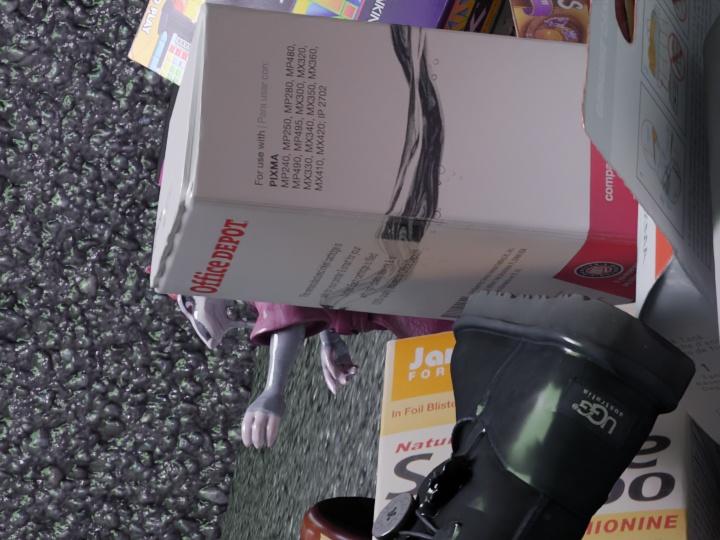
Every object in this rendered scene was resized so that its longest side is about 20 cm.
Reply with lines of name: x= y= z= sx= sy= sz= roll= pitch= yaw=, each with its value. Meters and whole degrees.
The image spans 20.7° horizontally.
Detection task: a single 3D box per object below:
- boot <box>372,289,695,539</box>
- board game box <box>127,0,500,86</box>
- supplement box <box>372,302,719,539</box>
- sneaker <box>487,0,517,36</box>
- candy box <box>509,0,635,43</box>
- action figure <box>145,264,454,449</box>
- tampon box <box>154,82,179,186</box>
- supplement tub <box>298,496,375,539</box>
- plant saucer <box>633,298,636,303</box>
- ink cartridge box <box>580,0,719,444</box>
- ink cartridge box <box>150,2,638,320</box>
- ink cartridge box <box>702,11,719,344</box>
boot: x=0.019 y=0.106 z=0.648 sx=0.201 sy=0.065 sz=0.165 roll=-59 pitch=2 yaw=-9
board game box: x=-0.009 y=-0.162 z=0.992 sx=0.057 sy=0.165 sz=0.201 roll=0 pitch=-64 yaw=-59
supplement box: x=0.071 y=0.118 z=0.738 sx=0.074 sy=0.125 sz=0.201 roll=57 pitch=-150 yaw=-49
sneaker: x=0.090 y=-0.118 z=1.020 sx=0.201 sy=0.072 sz=0.073 roll=-62 pitch=-13 yaw=-13
candy box: x=0.104 y=-0.199 z=0.872 sx=0.117 sy=0.056 sz=0.201 roll=66 pitch=-150 yaw=-63
action figure: x=0.000 y=0.000 z=0.915 sx=0.134 sy=0.199 sz=0.150 roll=-93 pitch=8 yaw=-78
tampon box: x=0.007 y=-0.096 z=1.143 sx=0.200 sy=0.149 sz=0.127 roll=-24 pitch=-45 yaw=-51
supplement tub: x=-0.003 y=0.250 z=1.233 sx=0.107 sy=0.106 sz=0.201 roll=-118 pitch=39 yaw=-78
plant saucer: x=0.119 y=-0.003 z=0.937 sx=0.200 sy=0.036 sz=0.201 roll=-89 pitch=13 yaw=-50
ink cartridge box: x=0.102 y=-0.055 z=0.660 sx=0.057 sy=0.200 sz=0.163 roll=-15 pitch=54 yaw=32
ink cartridge box: x=0.021 y=-0.037 z=0.807 sx=0.145 sy=0.199 sz=0.085 roll=125 pitch=149 yaw=-72
ink cartridge box: x=0.163 y=-0.066 z=0.518 sx=0.200 sy=0.084 sz=0.147 roll=111 pitch=167 yaw=-51
